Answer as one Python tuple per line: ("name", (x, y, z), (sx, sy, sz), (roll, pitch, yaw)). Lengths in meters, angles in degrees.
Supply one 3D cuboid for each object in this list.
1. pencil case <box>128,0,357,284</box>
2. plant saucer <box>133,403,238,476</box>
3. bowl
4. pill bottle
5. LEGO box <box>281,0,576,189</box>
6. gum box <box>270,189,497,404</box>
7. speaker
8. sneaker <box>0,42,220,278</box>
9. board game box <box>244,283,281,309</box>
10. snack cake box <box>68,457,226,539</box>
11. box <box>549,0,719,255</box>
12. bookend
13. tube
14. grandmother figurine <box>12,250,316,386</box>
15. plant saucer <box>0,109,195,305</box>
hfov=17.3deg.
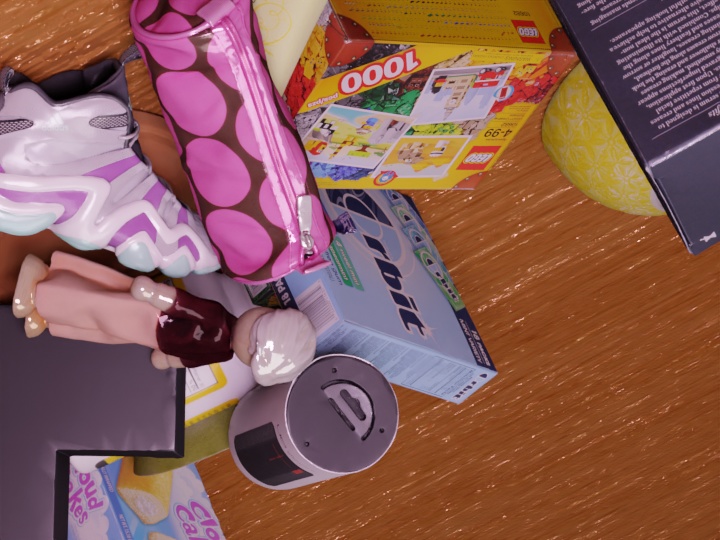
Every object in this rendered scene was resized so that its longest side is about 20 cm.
("pencil case", (-0.076, -0.091, 1.500), (0.090, 0.094, 0.201), (-28, 118, -12))
("plant saucer", (-0.094, 0.102, 1.861), (0.199, 0.031, 0.200), (-25, -173, 3))
("bowl", (0.248, -0.101, 1.811), (0.199, 0.108, 0.201), (-19, 150, -11))
("pill bottle", (-0.142, 0.061, 1.763), (0.199, 0.112, 0.111), (-24, 151, -2))
("LEGO box", (0.022, -0.130, 1.618), (0.199, 0.077, 0.149), (-2, 142, -36))
("gum box", (0.000, 0.000, 1.715), (0.044, 0.171, 0.200), (-38, 148, 21))
("speaker", (-0.035, 0.107, 1.650), (0.081, 0.082, 0.200), (-16, 177, -16))
("sneaker", (-0.152, -0.079, 1.533), (0.199, 0.078, 0.141), (14, 103, -34))
("board game box", (-0.031, -0.002, 1.755), (0.023, 0.105, 0.199), (-37, 150, 24))
("snack cake box", (-0.172, 0.215, 1.895), (0.115, 0.201, 0.067), (8, 137, -45))
("box", (0.214, -0.140, 1.627), (0.107, 0.201, 0.149), (-28, 151, 6))
("bookend", (-0.205, 0.127, 1.652), (0.198, 0.200, 0.092), (0, 172, 1))
("tube", (-0.051, -0.173, 1.508), (0.052, 0.058, 0.200), (6, 137, -30))
("grandmother figurine", (-0.126, 0.032, 1.557), (0.198, 0.061, 0.121), (11, 167, 10))
("plant saucer", (-0.200, -0.034, 1.642), (0.199, 0.038, 0.201), (-19, 150, -11))
